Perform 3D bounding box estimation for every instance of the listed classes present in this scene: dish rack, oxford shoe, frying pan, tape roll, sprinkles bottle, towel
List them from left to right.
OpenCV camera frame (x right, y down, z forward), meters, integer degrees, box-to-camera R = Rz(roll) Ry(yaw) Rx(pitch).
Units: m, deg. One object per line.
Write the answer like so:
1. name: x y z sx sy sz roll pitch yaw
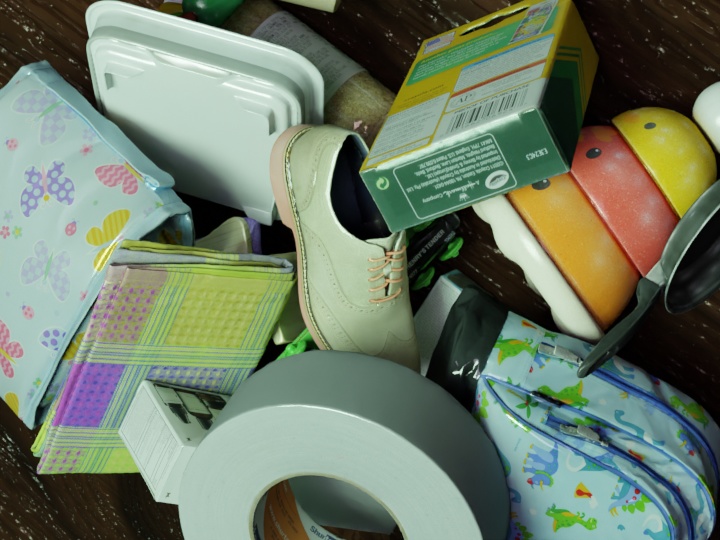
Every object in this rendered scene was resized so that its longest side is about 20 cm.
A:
1. towel: -0.136 0.063 1.134 0.023 0.143 0.201 57 132 41
2. dish rack: -0.111 -0.099 1.146 0.171 0.200 0.044 17 63 7
3. sprinkles bottle: -0.052 -0.146 1.185 0.200 0.068 0.068 38 111 15
4. tape roll: -0.010 0.151 1.023 0.199 0.066 0.201 10 121 16
5. oxford shoe: 0.000 0.000 1.077 0.074 0.071 0.201 1 117 56
6. frying pan: 0.205 0.006 1.053 0.190 0.115 0.031 -47 63 -2

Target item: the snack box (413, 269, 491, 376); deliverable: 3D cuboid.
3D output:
1. snack box: 0.110 0.105 1.166 0.200 0.037 0.117 38 110 14

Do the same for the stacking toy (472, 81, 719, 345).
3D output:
1. stacking toy: 0.183 -0.060 1.082 0.200 0.146 0.146 -37 82 5

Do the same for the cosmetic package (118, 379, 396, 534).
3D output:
1. cosmetic package: -0.063 0.132 1.153 0.051 0.199 0.083 -61 38 19

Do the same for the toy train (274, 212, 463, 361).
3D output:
1. toy train: -0.006 0.029 1.153 0.200 0.056 0.042 -45 107 -9

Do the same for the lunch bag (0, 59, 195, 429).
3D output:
1. lunch bag: -0.212 -0.021 1.161 0.169 0.127 0.201 40 119 19

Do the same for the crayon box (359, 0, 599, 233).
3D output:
1. crayon box: 0.085 -0.111 1.078 0.125 0.200 0.052 -19 115 25

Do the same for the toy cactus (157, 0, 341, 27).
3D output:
1. toy cactus: -0.086 -0.231 1.134 0.164 0.102 0.201 23 74 3

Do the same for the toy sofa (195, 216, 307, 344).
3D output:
1. toy sofa: -0.130 0.029 1.238 0.199 0.083 0.098 -18 85 25

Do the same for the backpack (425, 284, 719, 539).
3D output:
1. backpack: 0.135 0.123 1.061 0.199 0.154 0.164 16 127 -7
